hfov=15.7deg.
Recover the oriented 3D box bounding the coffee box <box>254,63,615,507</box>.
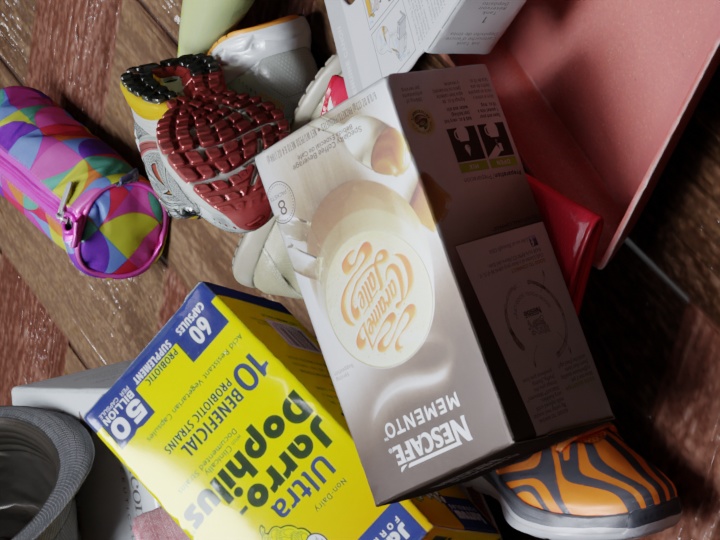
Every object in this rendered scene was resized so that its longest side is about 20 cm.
[{"bbox_3d":[0.037,0.008,1.366,0.114,0.080,0.200,-29,77,44],"label":"coffee box"}]

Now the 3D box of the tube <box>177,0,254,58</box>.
[{"bbox_3d":[-0.089,-0.172,1.626,0.052,0.058,0.200,64,167,7],"label":"tube"}]

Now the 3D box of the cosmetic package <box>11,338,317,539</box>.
[{"bbox_3d":[-0.102,0.139,1.694,0.200,0.165,0.165,-5,97,59],"label":"cosmetic package"}]

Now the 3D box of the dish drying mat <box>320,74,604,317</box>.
[{"bbox_3d":[0.047,-0.036,1.418,0.200,0.018,0.077,32,119,38],"label":"dish drying mat"}]

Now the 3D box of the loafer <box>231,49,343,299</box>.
[{"bbox_3d":[-0.012,-0.063,1.575,0.068,0.076,0.200,29,123,6],"label":"loafer"}]

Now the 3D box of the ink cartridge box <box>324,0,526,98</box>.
[{"bbox_3d":[0.029,-0.202,1.418,0.176,0.045,0.200,128,135,-53],"label":"ink cartridge box"}]

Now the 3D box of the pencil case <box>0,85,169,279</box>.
[{"bbox_3d":[-0.214,-0.065,1.899,0.200,0.088,0.088,37,130,50],"label":"pencil case"}]

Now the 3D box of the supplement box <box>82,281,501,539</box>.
[{"bbox_3d":[-0.038,0.116,1.469,0.200,0.110,0.109,45,101,22],"label":"supplement box"}]

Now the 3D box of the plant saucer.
[{"bbox_3d":[0.121,-0.138,1.356,0.200,0.037,0.200,59,144,32],"label":"plant saucer"}]

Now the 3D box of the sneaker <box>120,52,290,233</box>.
[{"bbox_3d":[-0.086,-0.065,1.568,0.200,0.078,0.082,-126,24,-62],"label":"sneaker"}]

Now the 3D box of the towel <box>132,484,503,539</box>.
[{"bbox_3d":[-0.021,0.167,1.533,0.144,0.200,0.023,66,-176,23],"label":"towel"}]

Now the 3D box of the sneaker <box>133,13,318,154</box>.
[{"bbox_3d":[-0.081,-0.084,1.682,0.200,0.076,0.092,-40,70,58],"label":"sneaker"}]

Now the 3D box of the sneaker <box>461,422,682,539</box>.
[{"bbox_3d":[0.100,0.075,1.421,0.200,0.078,0.112,21,118,56],"label":"sneaker"}]

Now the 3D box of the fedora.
[{"bbox_3d":[-0.232,0.171,1.637,0.200,0.177,0.090,14,142,49],"label":"fedora"}]
